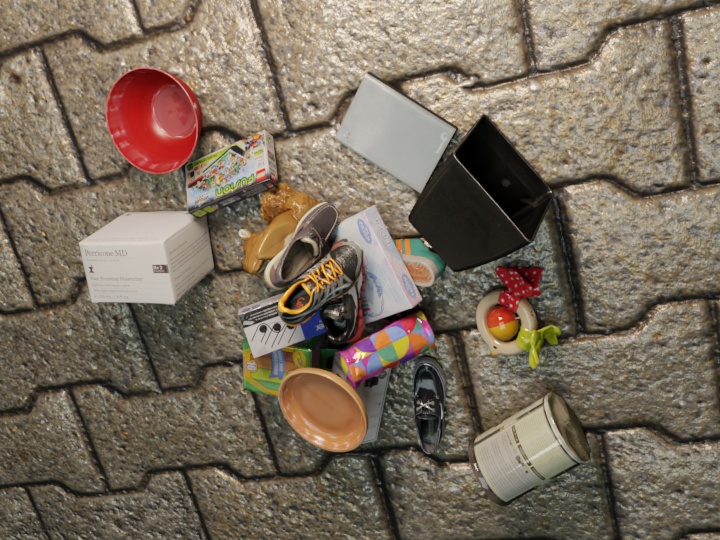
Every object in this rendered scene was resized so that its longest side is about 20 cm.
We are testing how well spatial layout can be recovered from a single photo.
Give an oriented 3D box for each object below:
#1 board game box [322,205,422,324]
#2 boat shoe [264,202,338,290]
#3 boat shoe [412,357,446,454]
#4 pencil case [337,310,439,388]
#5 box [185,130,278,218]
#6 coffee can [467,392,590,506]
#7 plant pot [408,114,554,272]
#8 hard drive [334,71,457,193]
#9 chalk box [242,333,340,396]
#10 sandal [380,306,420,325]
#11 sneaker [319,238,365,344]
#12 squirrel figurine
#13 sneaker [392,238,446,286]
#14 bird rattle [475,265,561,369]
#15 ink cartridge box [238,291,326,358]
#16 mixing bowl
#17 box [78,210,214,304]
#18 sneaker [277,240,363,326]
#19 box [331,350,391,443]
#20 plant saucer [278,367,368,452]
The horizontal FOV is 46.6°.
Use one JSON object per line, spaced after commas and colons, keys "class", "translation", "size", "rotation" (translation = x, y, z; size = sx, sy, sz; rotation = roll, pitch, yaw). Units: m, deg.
{"class": "board game box", "translation": [0.000, 0.000, 1.631], "size": [0.197, 0.043, 0.203], "rotation": [-21, 99, 47]}
{"class": "boat shoe", "translation": [-0.098, -0.045, 1.541], "size": [0.072, 0.201, 0.064], "rotation": [50, 155, -21]}
{"class": "boat shoe", "translation": [0.139, 0.283, 1.731], "size": [0.070, 0.068, 0.205], "rotation": [4, 111, 15]}
{"class": "pencil case", "translation": [0.055, 0.153, 1.626], "size": [0.196, 0.088, 0.090], "rotation": [-23, 106, -11]}
{"class": "box", "translation": [-0.257, -0.189, 1.653], "size": [0.196, 0.035, 0.113], "rotation": [-19, 66, 22]}
{"class": "coffee can", "translation": [0.333, 0.355, 1.657], "size": [0.199, 0.147, 0.147], "rotation": [-36, 98, 25]}
{"class": "plant pot", "translation": [0.203, -0.121, 1.499], "size": [0.200, 0.200, 0.177], "rotation": [47, 129, -5]}
{"class": "hard drive", "translation": [0.066, -0.257, 1.564], "size": [0.197, 0.033, 0.141], "rotation": [32, 116, 3]}
{"class": "chalk box", "translation": [-0.135, 0.185, 1.744], "size": [0.195, 0.124, 0.128], "rotation": [7, 113, 14]}
{"class": "sandal", "translation": [0.043, 0.067, 1.689], "size": [0.198, 0.045, 0.076], "rotation": [38, 116, 0]}
{"class": "sneaker", "translation": [-0.036, 0.047, 1.571], "size": [0.069, 0.098, 0.206], "rotation": [6, 106, 24]}
{"class": "squirrel figurine", "translation": [-0.160, -0.067, 1.651], "size": [0.140, 0.185, 0.205], "rotation": [26, 76, -28]}
{"class": "sneaker", "translation": [0.080, -0.028, 1.635], "size": [0.197, 0.080, 0.073], "rotation": [21, 129, 30]}
{"class": "bird rattle", "translation": [0.288, 0.091, 1.600], "size": [0.161, 0.112, 0.203], "rotation": [-21, 101, 40]}
{"class": "ink cartridge box", "translation": [-0.133, 0.091, 1.645], "size": [0.195, 0.044, 0.096], "rotation": [-20, 107, -4]}
{"class": "mixing bowl", "translation": [-0.386, -0.302, 1.640], "size": [0.195, 0.109, 0.205], "rotation": [6, 111, 15]}
{"class": "box", "translation": [-0.431, -0.030, 1.708], "size": [0.194, 0.200, 0.134], "rotation": [0, 112, 17]}
{"class": "sneaker", "translation": [-0.072, 0.024, 1.509], "size": [0.200, 0.077, 0.078], "rotation": [-45, 75, 1]}
{"class": "box", "translation": [-0.009, 0.265, 1.739], "size": [0.060, 0.114, 0.205], "rotation": [40, 128, 49]}
{"class": "plant saucer", "translation": [-0.070, 0.271, 1.658], "size": [0.196, 0.038, 0.204], "rotation": [15, 127, 21]}
